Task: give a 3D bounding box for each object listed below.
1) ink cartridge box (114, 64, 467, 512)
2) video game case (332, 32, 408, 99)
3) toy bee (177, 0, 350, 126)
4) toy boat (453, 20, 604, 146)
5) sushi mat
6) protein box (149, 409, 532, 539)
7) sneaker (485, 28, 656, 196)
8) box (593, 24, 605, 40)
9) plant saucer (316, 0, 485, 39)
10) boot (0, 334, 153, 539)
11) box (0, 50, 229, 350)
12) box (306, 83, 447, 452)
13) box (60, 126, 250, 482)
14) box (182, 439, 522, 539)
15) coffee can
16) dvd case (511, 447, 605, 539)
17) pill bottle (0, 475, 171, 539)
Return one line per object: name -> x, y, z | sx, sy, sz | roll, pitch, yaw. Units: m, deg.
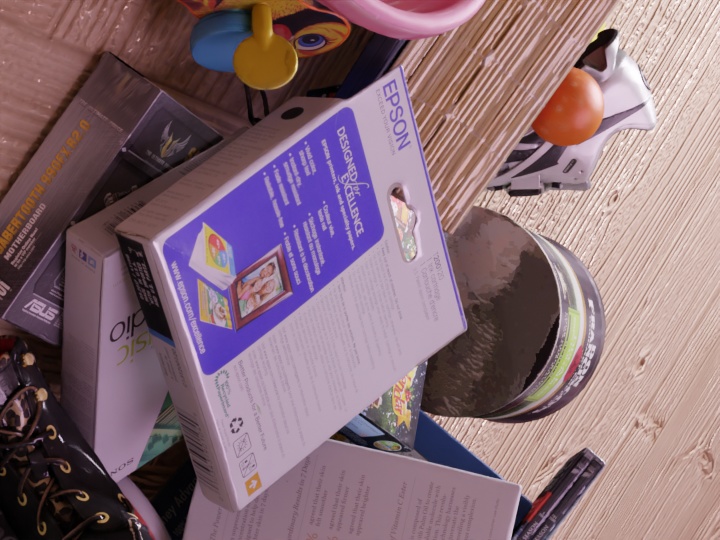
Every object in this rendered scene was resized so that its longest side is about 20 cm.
ink cartridge box -> -0.035, 0.007, 1.331 | 0.200, 0.043, 0.199 | -36, 129, -29
video game case -> 0.039, -0.170, 1.412 | 0.201, 0.019, 0.143 | -57, -178, -35
toy bee -> -0.046, -0.161, 1.295 | 0.200, 0.108, 0.132 | 9, 69, -74
toy boat -> 0.101, -0.129, 1.495 | 0.131, 0.130, 0.200 | -57, 180, 28
sushi mat -> 0.076, -0.126, 1.390 | 0.201, 0.095, 0.012 | -54, -164, 4
protein box -> -0.025, 0.178, 1.565 | 0.199, 0.200, 0.135 | -50, 174, -11
sneaker -> 0.118, -0.079, 1.607 | 0.199, 0.089, 0.074 | -31, -163, 15
box -> 0.138, -0.162, 1.660 | 0.075, 0.050, 0.201 | -39, 149, -31
plant saucer -> -0.001, -0.221, 1.265 | 0.051, 0.202, 0.200 | -19, -179, 41
boot -> -0.173, 0.119, 1.269 | 0.073, 0.151, 0.200 | -32, -167, -5
box -> -0.136, -0.023, 1.362 | 0.159, 0.048, 0.200 | -56, 154, 0
box -> 0.000, 0.000, 1.481 | 0.136, 0.037, 0.202 | 38, 54, -47
box -> -0.115, 0.027, 1.360 | 0.144, 0.036, 0.201 | -34, 148, -36
box -> -0.008, 0.175, 1.439 | 0.098, 0.198, 0.125 | 79, 25, -81
coffee can -> 0.090, 0.035, 1.652 | 0.147, 0.146, 0.200 | -58, 165, 4
dvd case -> 0.093, 0.207, 1.552 | 0.200, 0.022, 0.146 | -50, 174, -6
pill bottle -> -0.219, 0.209, 1.409 | 0.200, 0.116, 0.116 | -40, 150, -29
